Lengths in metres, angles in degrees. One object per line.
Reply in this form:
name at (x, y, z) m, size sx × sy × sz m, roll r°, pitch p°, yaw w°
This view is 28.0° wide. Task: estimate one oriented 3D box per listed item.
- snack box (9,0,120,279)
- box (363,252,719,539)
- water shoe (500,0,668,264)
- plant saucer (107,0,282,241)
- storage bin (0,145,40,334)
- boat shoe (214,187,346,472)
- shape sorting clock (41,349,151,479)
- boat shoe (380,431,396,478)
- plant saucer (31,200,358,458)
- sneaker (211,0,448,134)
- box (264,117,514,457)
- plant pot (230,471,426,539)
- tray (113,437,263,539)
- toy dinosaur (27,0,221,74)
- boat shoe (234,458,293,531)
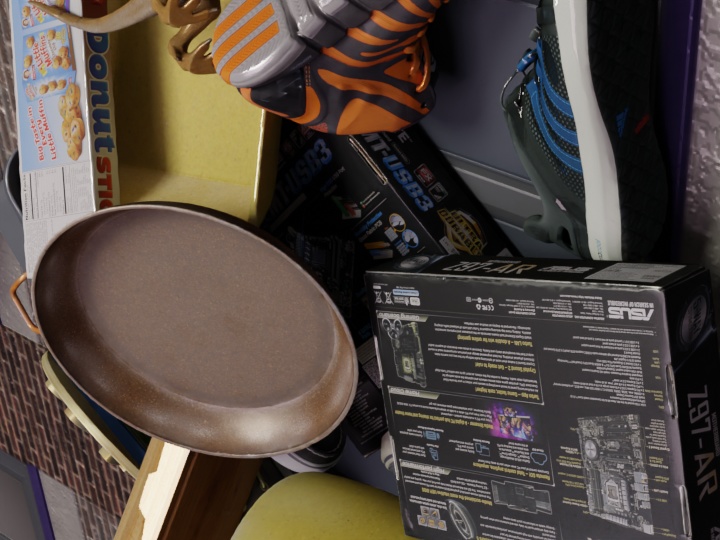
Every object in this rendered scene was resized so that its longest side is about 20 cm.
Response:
snack box at (-0.182, -0.098, 0.889) m, size 0.071 × 0.024 × 0.202 m, roll -5°, pitch 88°, yaw 41°
box at (0.096, 0.075, 0.762) m, size 0.199 × 0.043 × 0.162 m, roll 2°, pitch 106°, yaw 45°
water shoe at (0.101, -0.090, 0.718) m, size 0.078 × 0.071 × 0.202 m, roll 13°, pitch 127°, yaw 36°
plant saucer at (-0.110, -0.131, 0.874) m, size 0.199 × 0.048 × 0.202 m, roll 12°, pitch 99°, yaw 39°
storage bin at (-0.190, -0.005, 1.037) m, size 0.134 × 0.145 × 0.201 m, roll -9°, pitch 112°, yaw 59°
boat shoe at (-0.054, 0.036, 0.907) m, size 0.066 × 0.070 × 0.202 m, roll -16°, pitch 100°, yaw 52°
shape sorting clock at (-0.174, 0.136, 1.122) m, size 0.200 × 0.039 × 0.200 m, roll 42°, pitch -178°, yaw -2°
boat shoe at (0.089, 0.134, 0.863) m, size 0.199 × 0.074 × 0.094 m, roll -15°, pitch 68°, yaw 44°
plant saucer at (-0.093, 0.032, 0.842) m, size 0.198 × 0.032 × 0.201 m, roll 10°, pitch 133°, yaw 11°
sneaker at (0.025, -0.146, 0.758) m, size 0.199 × 0.112 × 0.078 m, roll -31°, pitch 55°, yaw 24°
box at (0.000, 0.000, 0.909) m, size 0.199 × 0.050 × 0.200 m, roll 52°, pitch 142°, yaw 2°
plant pot at (0.022, 0.226, 0.868) m, size 0.141 × 0.200 × 0.202 m, roll -2°, pitch 118°, yaw 33°
tray at (-0.106, 0.133, 0.989) m, size 0.037 × 0.098 × 0.202 m, roll 19°, pitch 89°, yaw 27°
toy dinosaur at (-0.103, -0.159, 0.809) m, size 0.199 × 0.107 × 0.060 m, roll -33°, pitch 135°, yaw 27°
boat shoe at (-0.081, 0.167, 1.065) m, size 0.203 × 0.060 × 0.072 m, roll 60°, pitch 140°, yaw 21°
